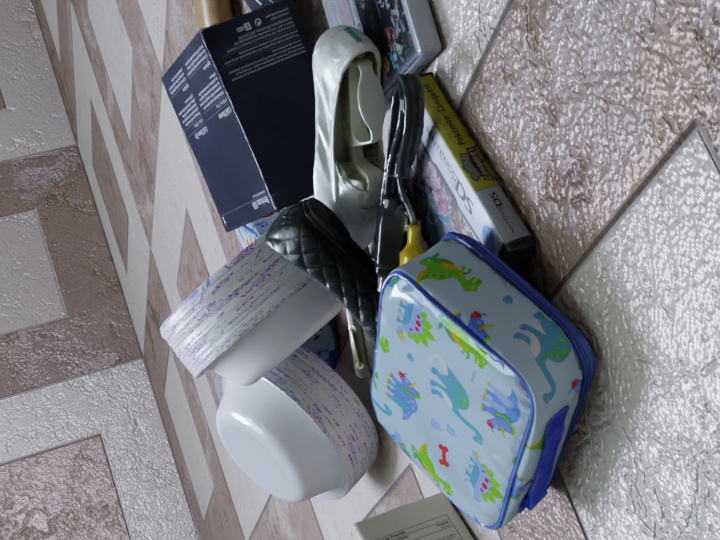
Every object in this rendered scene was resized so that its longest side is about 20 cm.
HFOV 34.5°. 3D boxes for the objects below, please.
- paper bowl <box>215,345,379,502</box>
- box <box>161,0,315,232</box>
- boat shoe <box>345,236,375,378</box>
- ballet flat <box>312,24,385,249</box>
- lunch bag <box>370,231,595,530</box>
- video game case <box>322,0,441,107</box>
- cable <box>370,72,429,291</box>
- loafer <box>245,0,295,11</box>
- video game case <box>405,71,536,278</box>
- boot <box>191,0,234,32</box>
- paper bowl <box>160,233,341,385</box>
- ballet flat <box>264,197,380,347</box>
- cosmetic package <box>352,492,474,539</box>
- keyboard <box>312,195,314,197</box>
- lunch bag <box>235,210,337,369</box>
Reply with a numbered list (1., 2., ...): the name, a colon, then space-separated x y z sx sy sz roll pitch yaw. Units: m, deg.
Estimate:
1. paper bowl: -0.083 0.178 1.306 0.199 0.104 0.202 32 147 24
2. box: -0.106 -0.152 1.185 0.185 0.103 0.200 68 159 -5
3. boat shoe: -0.001 0.000 1.084 0.072 0.059 0.205 -5 -101 -79
4. ballet flat: -0.004 -0.102 0.976 0.069 0.068 0.203 -139 40 -59
5. lunch bag: 0.086 0.087 0.853 0.160 0.082 0.202 42 147 29
6. video game case: 0.003 -0.246 0.972 0.182 0.023 0.203 147 108 -72
7. cable: 0.039 -0.064 0.932 0.097 0.049 0.203 -104 18 -65
8. loafer: -0.078 -0.309 1.126 0.072 0.063 0.200 41 164 9
9. video game case: 0.070 -0.025 0.938 0.201 0.025 0.182 100 150 -52
10. boot: -0.171 -0.302 1.378 0.175 0.065 0.203 -146 45 -63
11. paper bowl: -0.097 0.037 1.178 0.105 0.200 0.201 50 160 0
12. ballet flat: -0.001 0.025 0.988 0.201 0.057 0.067 51 -157 -7
13. cosmetic package: 0.076 0.309 1.061 0.201 0.104 0.072 -124 26 -48
14. keyboard: -0.061 -0.099 1.292 0.201 0.011 0.057 -124 26 -44
15. lunch bag: -0.092 0.022 1.381 0.160 0.074 0.203 -144 42 -66
